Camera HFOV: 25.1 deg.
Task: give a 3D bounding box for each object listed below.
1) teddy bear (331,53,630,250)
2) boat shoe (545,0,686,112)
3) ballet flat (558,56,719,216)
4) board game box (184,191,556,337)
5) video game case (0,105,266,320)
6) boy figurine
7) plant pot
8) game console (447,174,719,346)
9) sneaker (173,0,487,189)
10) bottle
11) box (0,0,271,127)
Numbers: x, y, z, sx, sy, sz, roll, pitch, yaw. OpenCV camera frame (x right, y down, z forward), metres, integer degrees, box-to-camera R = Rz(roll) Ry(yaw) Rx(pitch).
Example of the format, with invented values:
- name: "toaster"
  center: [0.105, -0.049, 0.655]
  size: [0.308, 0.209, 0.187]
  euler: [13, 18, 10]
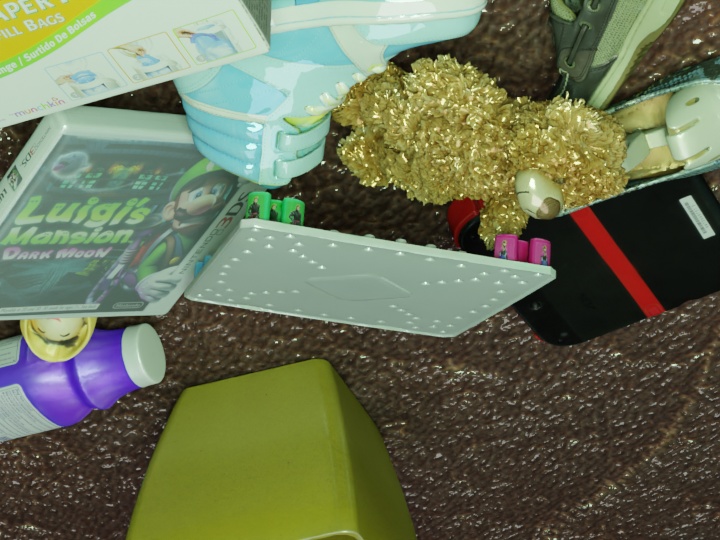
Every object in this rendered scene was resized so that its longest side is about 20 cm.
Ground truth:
- name: "teddy bear"
  center: [0.062, -0.072, 0.990]
  size: [0.198, 0.067, 0.146]
  euler: [24, 140, 15]
- name: "boat shoe"
  center: [0.143, -0.152, 0.944]
  size: [0.066, 0.072, 0.201]
  euler: [30, 154, 0]
- name: "ballet flat"
  center: [0.185, -0.080, 1.028]
  size: [0.198, 0.075, 0.074]
  euler: [-21, 141, 21]
- name: "board game box"
  center: [0.000, 0.000, 1.046]
  size: [0.197, 0.026, 0.200]
  euler: [9, 164, -14]
- name: "video game case"
  center: [-0.157, -0.031, 1.035]
  size: [0.199, 0.023, 0.182]
  euler: [0, 140, -48]
- name: "boy figurine"
  center: [-0.212, -0.012, 1.124]
  size: [0.123, 0.065, 0.201]
  euler: [5, 141, -15]
- name: "plant pot"
  center: [-0.065, 0.191, 1.318]
  size: [0.198, 0.178, 0.200]
  euler: [-14, 143, 16]
- name: "game console"
  center: [0.173, -0.022, 1.164]
  size: [0.175, 0.031, 0.200]
  euler: [-23, 140, 20]
- name: "sneaker"
  center: [-0.017, -0.113, 0.945]
  size: [0.197, 0.080, 0.132]
  euler: [-2, 121, 15]
- name: "bottle"
  center: [-0.249, 0.086, 1.257]
  size: [0.198, 0.066, 0.084]
  euler: [-15, 144, 18]
- name: "box"
  center: [-0.156, -0.164, 0.868]
  size: [0.198, 0.114, 0.102]
  euler: [-13, 143, 17]
